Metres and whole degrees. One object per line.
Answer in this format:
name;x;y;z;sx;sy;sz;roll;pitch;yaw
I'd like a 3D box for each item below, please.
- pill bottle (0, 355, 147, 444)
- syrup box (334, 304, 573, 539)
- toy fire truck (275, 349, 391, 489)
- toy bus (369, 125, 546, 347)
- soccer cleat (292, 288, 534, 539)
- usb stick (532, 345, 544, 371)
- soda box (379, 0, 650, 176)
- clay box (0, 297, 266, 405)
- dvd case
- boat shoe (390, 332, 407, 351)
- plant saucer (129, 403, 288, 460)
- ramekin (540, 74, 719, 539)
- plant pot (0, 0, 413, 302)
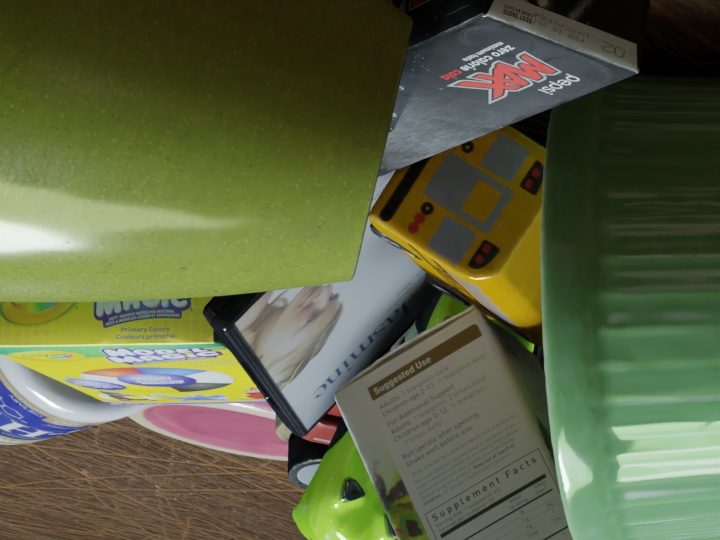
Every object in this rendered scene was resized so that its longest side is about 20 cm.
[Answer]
pill bottle;-0.185;0.035;1.459;0.119;0.121;0.200;17;163;-25
syrup box;0.071;0.124;1.132;0.081;0.201;0.079;-32;152;10
toy fire truck;0.063;0.067;1.452;0.175;0.129;0.200;13;148;-20
toy bus;0.061;-0.017;1.137;0.078;0.065;0.200;32;178;18
soccer cleat;0.034;0.054;1.274;0.068;0.200;0.081;44;160;-15
usb stick;0.103;0.065;1.224;0.055;0.201;0.033;8;154;12
soda box;0.028;-0.090;0.979;0.070;0.064;0.200;17;163;-25
clay box;-0.101;0.028;1.238;0.114;0.048;0.200;-2;169;15
dvd case;0.000;0.000;1.202;0.018;0.143;0.200;41;173;18
boat shoe;0.101;0.028;1.341;0.199;0.069;0.072;3;163;26
plant saucer;-0.075;0.081;1.678;0.199;0.051;0.201;9;164;3
ramekin;0.137;0.015;1.048;0.097;0.201;0.200;-2;162;14
plant pot;-0.088;-0.065;0.892;0.199;0.188;0.187;13;165;-1
